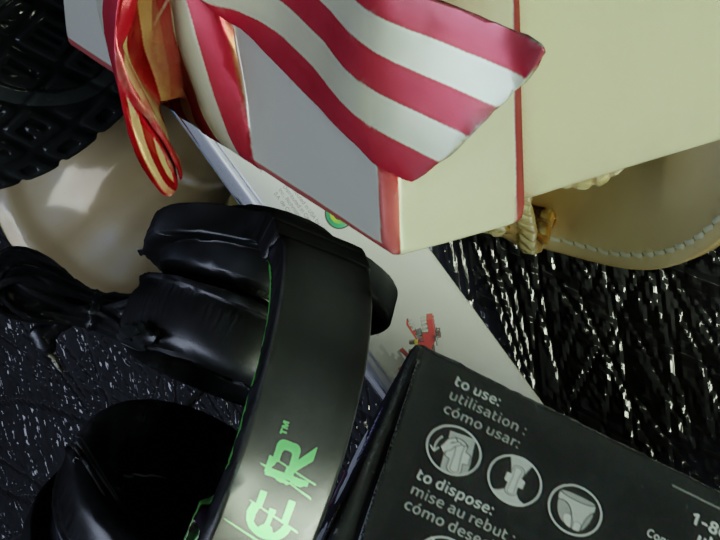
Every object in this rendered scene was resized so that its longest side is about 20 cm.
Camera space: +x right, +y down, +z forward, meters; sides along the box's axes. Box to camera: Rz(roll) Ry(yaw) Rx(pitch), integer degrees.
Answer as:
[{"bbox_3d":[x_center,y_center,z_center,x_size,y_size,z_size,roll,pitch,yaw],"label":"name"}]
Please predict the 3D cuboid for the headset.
[{"bbox_3d":[-0.052,0.034,0.625,0.200,0.093,0.124,-121,54,-74],"label":"headset"}]

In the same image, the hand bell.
[{"bbox_3d":[-0.040,-0.067,0.843,0.200,0.104,0.105,-35,73,50],"label":"hand bell"}]

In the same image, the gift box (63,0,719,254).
[{"bbox_3d":[0.026,-0.121,0.550,0.200,0.186,0.186,29,130,56],"label":"gift box"}]

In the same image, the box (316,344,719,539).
[{"bbox_3d":[0.066,0.132,0.577,0.199,0.133,0.115,26,144,-1],"label":"box"}]

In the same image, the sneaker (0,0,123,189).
[{"bbox_3d":[-0.097,-0.114,0.846,0.076,0.200,0.091,36,179,-25],"label":"sneaker"}]

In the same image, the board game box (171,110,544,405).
[{"bbox_3d":[0.000,0.000,0.729,0.200,0.035,0.126,54,178,7],"label":"board game box"}]

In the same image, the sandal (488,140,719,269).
[{"bbox_3d":[0.031,-0.033,0.718,0.211,0.069,0.078,8,112,61],"label":"sandal"}]
